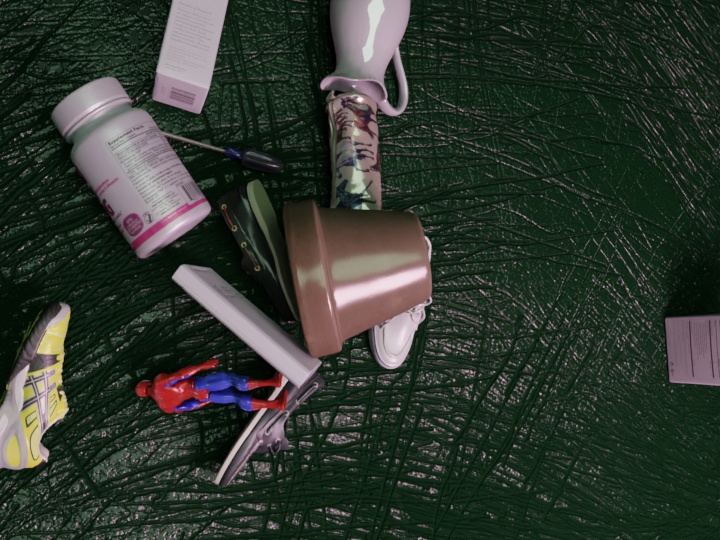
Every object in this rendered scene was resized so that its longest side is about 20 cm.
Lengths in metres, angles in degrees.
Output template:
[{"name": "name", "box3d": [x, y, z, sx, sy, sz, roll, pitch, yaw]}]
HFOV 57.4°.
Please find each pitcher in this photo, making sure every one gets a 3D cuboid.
[{"name": "pitcher", "box3d": [0.024, -0.350, 0.990, 0.170, 0.119, 0.205, 17, 79, -50]}]

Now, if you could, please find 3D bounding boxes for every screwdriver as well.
[{"name": "screwdriver", "box3d": [-0.203, -0.173, 0.915, 0.196, 0.028, 0.030, 17, 48, -19]}]

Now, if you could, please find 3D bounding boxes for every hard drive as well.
[{"name": "hard drive", "box3d": [-0.138, 0.067, 0.831, 0.199, 0.132, 0.026, 40, 90, 4]}]

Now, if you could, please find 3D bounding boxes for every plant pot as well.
[{"name": "plant pot", "box3d": [0.000, 0.000, 0.858, 0.170, 0.200, 0.205, -10, 88, -2]}]

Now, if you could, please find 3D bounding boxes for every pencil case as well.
[{"name": "pencil case", "box3d": [-0.013, -0.155, 0.962, 0.088, 0.077, 0.205, 2, 83, -44]}]

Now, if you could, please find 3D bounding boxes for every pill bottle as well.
[{"name": "pill bottle", "box3d": [-0.288, -0.129, 0.827, 0.113, 0.113, 0.202, -36, 98, -21]}]

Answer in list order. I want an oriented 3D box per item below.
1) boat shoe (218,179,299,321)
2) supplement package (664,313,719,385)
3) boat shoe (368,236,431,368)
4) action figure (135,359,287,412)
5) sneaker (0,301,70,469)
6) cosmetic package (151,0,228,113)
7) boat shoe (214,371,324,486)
[{"name": "boat shoe", "box3d": [-0.132, -0.020, 0.910, 0.062, 0.074, 0.205, -19, 104, 12]}, {"name": "supplement package", "box3d": [0.652, 0.135, 1.140, 0.118, 0.199, 0.123, 1, 84, -22]}, {"name": "boat shoe", "box3d": [0.071, 0.043, 0.971, 0.073, 0.086, 0.206, 20, 77, -19]}, {"name": "action figure", "box3d": [-0.193, 0.150, 0.841, 0.195, 0.052, 0.067, -2, 125, 3]}, {"name": "sneaker", "box3d": [-0.384, 0.137, 0.788, 0.075, 0.075, 0.204, 21, 87, -26]}, {"name": "cosmetic package", "box3d": [-0.223, -0.330, 0.883, 0.070, 0.101, 0.205, 13, 79, -19]}, {"name": "boat shoe", "box3d": [-0.116, 0.211, 0.883, 0.066, 0.075, 0.201, 36, 63, -2]}]
